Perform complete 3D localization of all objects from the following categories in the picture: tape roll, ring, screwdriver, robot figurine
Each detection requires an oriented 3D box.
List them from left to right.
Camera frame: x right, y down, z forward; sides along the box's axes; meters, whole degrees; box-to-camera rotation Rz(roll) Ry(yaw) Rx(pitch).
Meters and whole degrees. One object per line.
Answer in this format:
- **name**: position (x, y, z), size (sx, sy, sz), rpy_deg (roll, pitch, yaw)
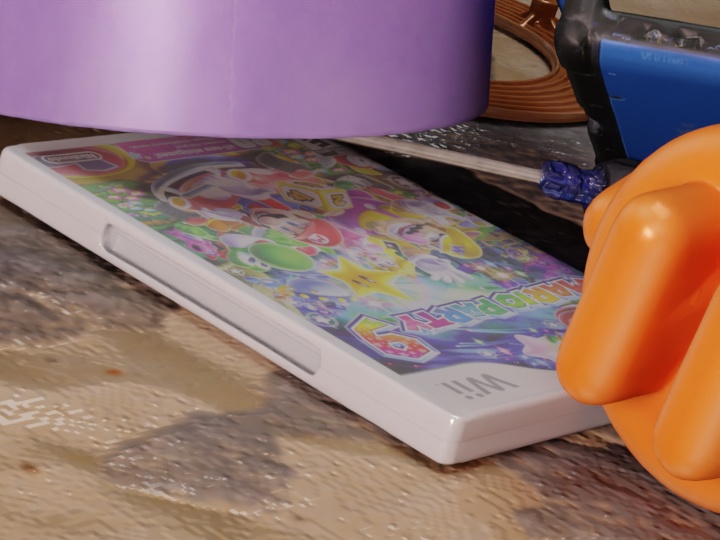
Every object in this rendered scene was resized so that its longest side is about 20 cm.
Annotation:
- **tape roll**: position (-0.052, -0.103, 0.956), size (0.199, 0.085, 0.200), rpy_deg (4, 12, -1)
- **ring**: position (0.021, -0.109, 1.182), size (0.200, 0.019, 0.200), rpy_deg (14, 20, -5)
- **screwdriver**: position (0.051, -0.037, 0.976), size (0.200, 0.028, 0.029), rpy_deg (13, -14, -28)
- **robot figurine**: position (0.144, 0.008, 0.822), size (0.144, 0.117, 0.200), rpy_deg (-10, -1, 43)

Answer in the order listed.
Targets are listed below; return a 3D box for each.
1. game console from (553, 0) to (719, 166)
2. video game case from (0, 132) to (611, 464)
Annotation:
- **game console**: position (0.119, -0.102, 0.975), size (0.170, 0.119, 0.200), rpy_deg (10, -8, 11)
- **video game case**: position (0.000, 0.000, 0.882), size (0.200, 0.018, 0.143), rpy_deg (30, 24, 34)
